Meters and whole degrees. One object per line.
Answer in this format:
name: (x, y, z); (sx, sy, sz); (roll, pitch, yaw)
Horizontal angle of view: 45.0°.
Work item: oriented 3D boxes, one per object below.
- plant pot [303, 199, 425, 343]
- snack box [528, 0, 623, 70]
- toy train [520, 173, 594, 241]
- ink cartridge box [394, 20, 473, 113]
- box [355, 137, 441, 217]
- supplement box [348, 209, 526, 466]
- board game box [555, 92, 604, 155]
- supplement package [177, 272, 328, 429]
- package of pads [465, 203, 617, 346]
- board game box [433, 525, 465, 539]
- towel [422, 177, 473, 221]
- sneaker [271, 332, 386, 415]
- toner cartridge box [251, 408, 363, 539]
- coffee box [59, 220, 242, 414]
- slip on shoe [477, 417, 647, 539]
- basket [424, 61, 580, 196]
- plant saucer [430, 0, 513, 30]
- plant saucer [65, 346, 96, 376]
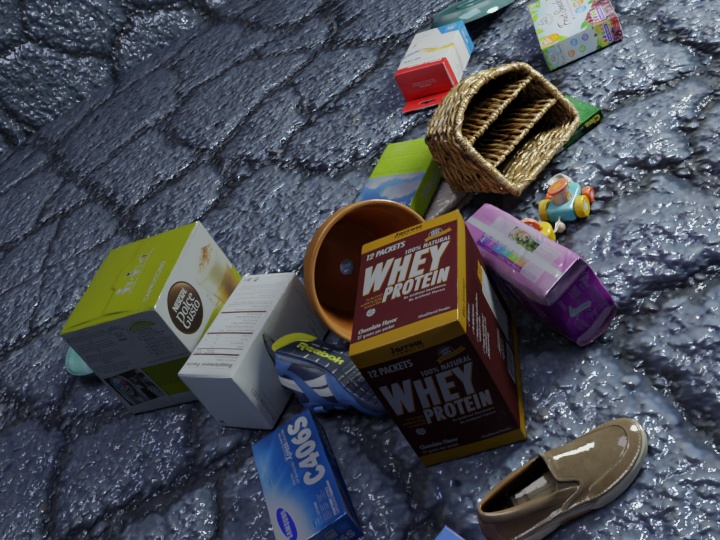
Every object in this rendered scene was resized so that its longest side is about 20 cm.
plant pot: (0.000, 0.000, 1.245); (0.200, 0.201, 0.140); (-42, 17, -14)
snack box: (0.394, -0.462, 1.608); (0.140, 0.053, 0.202); (-23, 34, 19)
toy train: (0.236, -0.084, 1.254); (0.199, 0.056, 0.150); (-37, 33, -4)
ink cartridge box: (0.144, -0.409, 1.742); (0.115, 0.068, 0.202); (-9, 40, 32)
box: (0.064, -0.136, 1.415); (0.120, 0.048, 0.201); (-5, 42, 36)
supplement box: (0.095, 0.080, 1.030); (0.131, 0.201, 0.199); (-19, 35, 20)
board game box: (0.306, -0.257, 1.447); (0.104, 0.024, 0.200); (-35, 33, -4)
supplement package: (-0.152, 0.116, 1.276); (0.116, 0.118, 0.201); (-3, 43, 38)
package of pads: (0.217, 0.003, 1.086); (0.076, 0.120, 0.200); (-47, 37, -2)
board game box: (0.110, 0.347, 0.814); (0.134, 0.045, 0.199); (-45, 34, -17)
towel: (0.079, -0.082, 1.410); (0.200, 0.035, 0.132); (-43, 33, -14)
sneaker: (-0.035, 0.154, 1.177); (0.198, 0.084, 0.074); (23, 32, 33)
toner cartridge box: (-0.071, 0.268, 1.077); (0.094, 0.043, 0.201); (-34, 33, 1)
coffee box: (-0.313, 0.076, 1.392); (0.197, 0.199, 0.201); (-14, 37, 27)
slip on shoe: (0.206, 0.211, 0.893); (0.198, 0.061, 0.076); (-33, 32, 2)
basket: (0.214, -0.226, 1.322); (0.200, 0.144, 0.148); (-45, 29, -24)
plant saucer: (0.238, -0.559, 1.847); (0.197, 0.028, 0.201); (-20, 19, 7)
plant saucer: (-0.453, 0.126, 1.602); (0.197, 0.036, 0.202); (-24, 34, 17)
